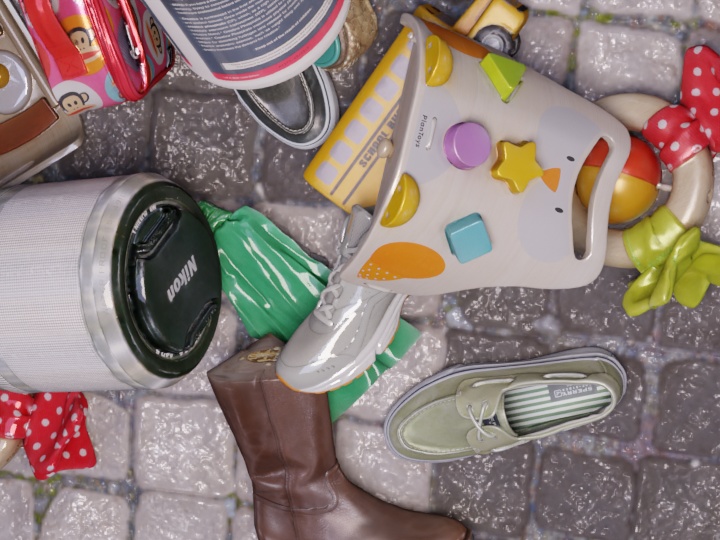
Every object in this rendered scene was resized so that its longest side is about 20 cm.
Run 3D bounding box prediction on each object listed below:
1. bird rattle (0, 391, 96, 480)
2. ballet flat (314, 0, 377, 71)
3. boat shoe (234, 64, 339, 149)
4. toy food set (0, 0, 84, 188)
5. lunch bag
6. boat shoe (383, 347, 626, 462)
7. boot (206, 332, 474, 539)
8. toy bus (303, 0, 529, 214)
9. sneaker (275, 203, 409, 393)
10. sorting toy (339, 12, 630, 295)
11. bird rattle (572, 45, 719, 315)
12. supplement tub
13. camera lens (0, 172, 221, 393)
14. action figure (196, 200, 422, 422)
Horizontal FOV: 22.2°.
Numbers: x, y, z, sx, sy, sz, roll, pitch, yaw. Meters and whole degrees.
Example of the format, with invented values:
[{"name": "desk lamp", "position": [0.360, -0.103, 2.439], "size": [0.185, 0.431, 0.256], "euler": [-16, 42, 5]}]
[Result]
[{"name": "bird rattle", "position": [-0.319, 0.122, 1.496], "size": [0.199, 0.113, 0.164], "euler": [-35, 77, 11]}, {"name": "ballet flat", "position": [-0.037, -0.252, 1.395], "size": [0.070, 0.065, 0.202], "euler": [-5, 105, 43]}, {"name": "boat shoe", "position": [-0.089, -0.178, 1.411], "size": [0.072, 0.071, 0.201], "euler": [-33, 93, 14]}, {"name": "toy food set", "position": [-0.328, -0.151, 1.462], "size": [0.143, 0.060, 0.201], "euler": [-30, 95, 14]}, {"name": "lunch bag", "position": [-0.210, -0.220, 1.362], "size": [0.081, 0.176, 0.201], "euler": [-13, 108, 14]}, {"name": "boat shoe", "position": [0.109, 0.105, 1.434], "size": [0.199, 0.062, 0.073], "euler": [-18, 97, 13]}, {"name": "boot", "position": [-0.016, 0.143, 1.440], "size": [0.185, 0.064, 0.202], "euler": [-6, 113, 13]}, {"name": "toy bus", "position": [0.045, -0.132, 1.401], "size": [0.078, 0.065, 0.201], "euler": [36, 105, 3]}, {"name": "sneaker", "position": [0.000, 0.000, 1.370], "size": [0.200, 0.076, 0.092], "euler": [-46, 129, -7]}, {"name": "sorting toy", "position": [0.101, -0.071, 1.304], "size": [0.179, 0.107, 0.202], "euler": [16, 81, -16]}, {"name": "bird rattle", "position": [0.214, -0.070, 1.362], "size": [0.162, 0.112, 0.202], "euler": [13, 100, 24]}, {"name": "supplement tub", "position": [-0.099, -0.231, 1.261], "size": [0.139, 0.200, 0.141], "euler": [-9, 60, 16]}, {"name": "camera lens", "position": [-0.217, 0.012, 1.398], "size": [0.199, 0.160, 0.161], "euler": [-4, 100, 28]}, {"name": "action figure", "position": [-0.059, 0.017, 1.451], "size": [0.200, 0.055, 0.118], "euler": [44, 106, -5]}]
